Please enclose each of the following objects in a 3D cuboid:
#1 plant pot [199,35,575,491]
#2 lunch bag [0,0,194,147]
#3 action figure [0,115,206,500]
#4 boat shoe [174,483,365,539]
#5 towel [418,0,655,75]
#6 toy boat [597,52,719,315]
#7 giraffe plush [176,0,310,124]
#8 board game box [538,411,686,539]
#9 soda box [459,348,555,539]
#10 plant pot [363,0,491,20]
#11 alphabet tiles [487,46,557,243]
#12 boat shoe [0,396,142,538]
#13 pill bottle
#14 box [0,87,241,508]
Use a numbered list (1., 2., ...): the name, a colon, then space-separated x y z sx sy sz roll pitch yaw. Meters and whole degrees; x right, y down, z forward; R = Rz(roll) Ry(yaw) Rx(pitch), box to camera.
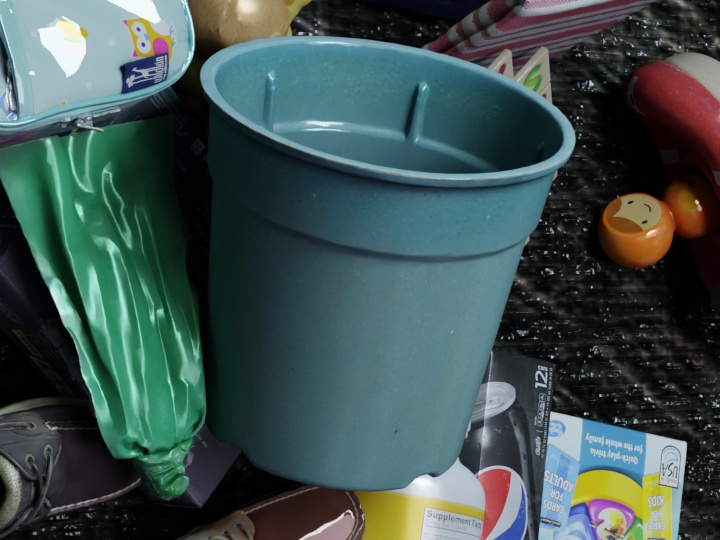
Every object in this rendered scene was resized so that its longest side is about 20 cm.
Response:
1. plant pot: 0.000 0.000 1.313 0.200 0.200 0.197 -12 121 -42
2. lunch bag: -0.177 -0.159 1.221 0.160 0.077 0.201 -19 92 -42
3. action figure: -0.127 0.025 1.294 0.118 0.055 0.201 -14 89 -37
4. boat shoe: -0.079 0.176 1.352 0.200 0.072 0.076 -31 81 -20
5. towel: 0.085 -0.143 1.476 0.146 0.200 0.030 -17 84 -41
6. toy boat: 0.222 -0.045 1.665 0.130 0.130 0.201 -23 105 -10
7. giraffe plush: -0.068 -0.171 1.391 0.162 0.172 0.200 -59 159 -15
8. board game box: 0.143 0.201 1.612 0.151 0.047 0.201 14 79 -41
9. soda box: 0.070 0.152 1.531 0.063 0.071 0.201 13 79 -42
10. plant pot: 0.110 -0.266 1.515 0.200 0.179 0.201 4 84 -42
11. alphabet tiles: 0.067 -0.041 1.497 0.166 0.006 0.200 -48 154 -22
12. boat shoe: -0.194 0.112 1.279 0.199 0.065 0.073 -6 111 -30
13. pill bottle: 0.015 0.170 1.453 0.112 0.112 0.201 16 77 -41
14. box: -0.117 0.011 1.382 0.200 0.051 0.158 52 57 -28
